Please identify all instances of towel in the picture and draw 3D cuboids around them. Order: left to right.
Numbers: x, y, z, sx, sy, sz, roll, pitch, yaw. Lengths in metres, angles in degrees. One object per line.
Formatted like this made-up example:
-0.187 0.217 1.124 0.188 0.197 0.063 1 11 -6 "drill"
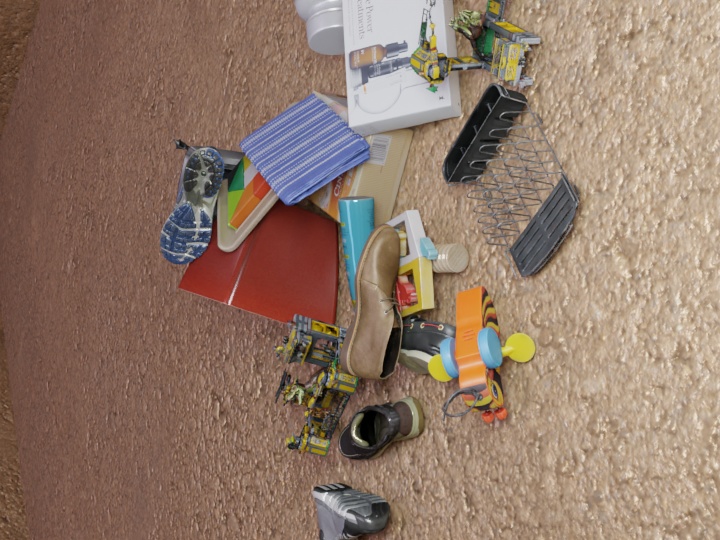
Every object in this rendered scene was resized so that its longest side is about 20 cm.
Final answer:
-0.081 -0.173 1.484 0.200 0.143 0.024 50 171 50 "towel"

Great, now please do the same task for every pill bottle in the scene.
-0.045 -0.439 1.583 0.119 0.118 0.204 -27 64 54 "pill bottle"

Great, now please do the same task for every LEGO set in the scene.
-0.082 0.166 1.532 0.155 0.114 0.202 -86 16 -46 "LEGO set"
0.147 -0.298 1.230 0.116 0.151 0.203 44 127 50 "LEGO set"

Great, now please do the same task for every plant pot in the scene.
-0.142 -0.017 1.647 0.199 0.198 0.180 12 83 58 "plant pot"

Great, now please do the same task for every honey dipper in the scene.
0.077 -0.013 1.420 0.199 0.037 0.039 -4 83 61 "honey dipper"

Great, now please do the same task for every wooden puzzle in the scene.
-0.152 -0.147 1.573 0.200 0.037 0.187 -42 32 23 "wooden puzzle"

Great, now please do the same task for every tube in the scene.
0.000 0.000 1.450 0.077 0.049 0.204 -86 -7 -82 "tube"

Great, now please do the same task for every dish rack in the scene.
0.178 -0.100 1.233 0.154 0.054 0.202 -60 40 45 "dish rack"

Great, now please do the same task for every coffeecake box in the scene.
-0.017 -0.165 1.550 0.200 0.072 0.156 38 118 54 "coffeecake box"

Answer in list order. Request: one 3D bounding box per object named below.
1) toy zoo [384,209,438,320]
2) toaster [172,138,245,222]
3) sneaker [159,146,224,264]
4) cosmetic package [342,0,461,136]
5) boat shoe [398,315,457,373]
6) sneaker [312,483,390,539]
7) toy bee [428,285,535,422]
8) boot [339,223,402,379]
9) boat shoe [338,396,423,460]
0.050 0.000 1.418 0.199 0.020 0.134 -26 70 63 "toy zoo"
-0.223 -0.112 1.766 0.118 0.197 0.185 27 108 61 "toaster"
-0.257 -0.104 1.641 0.085 0.076 0.203 -93 26 -67 "sneaker"
0.054 -0.296 1.406 0.148 0.052 0.204 -8 78 22 "cosmetic package"
0.075 0.097 1.386 0.064 0.073 0.201 -60 22 -12 "boat shoe"
-0.010 0.380 1.495 0.199 0.074 0.118 -178 87 -68 "sneaker"
0.136 0.123 1.240 0.129 0.109 0.201 0 46 40 "toy bee"
0.032 0.042 1.356 0.075 0.073 0.204 9 89 47 "boot"
0.013 0.221 1.466 0.200 0.064 0.075 -40 56 51 "boat shoe"
